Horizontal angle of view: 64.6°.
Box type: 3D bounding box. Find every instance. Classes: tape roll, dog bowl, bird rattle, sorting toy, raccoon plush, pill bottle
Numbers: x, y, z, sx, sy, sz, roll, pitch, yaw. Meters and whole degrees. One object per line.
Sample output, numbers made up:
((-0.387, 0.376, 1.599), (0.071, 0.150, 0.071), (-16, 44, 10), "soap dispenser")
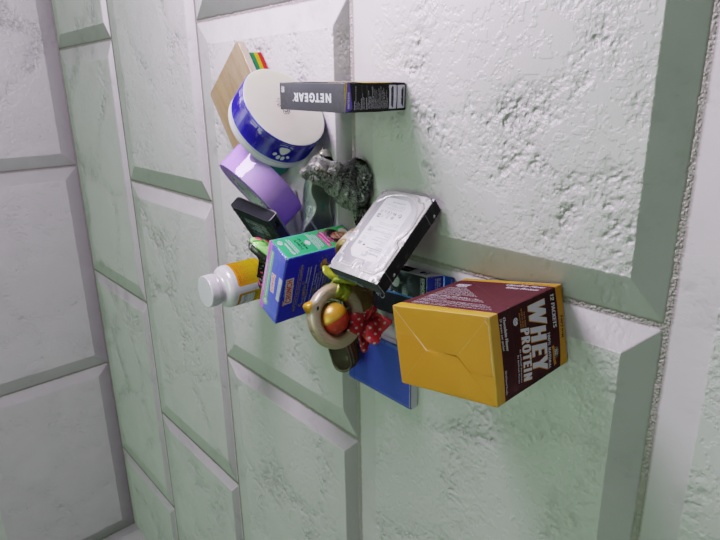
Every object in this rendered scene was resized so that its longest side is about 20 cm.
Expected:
((-0.226, -0.190, 1.296), (0.200, 0.066, 0.200), (42, 171, 8), "tape roll")
((-0.178, -0.327, 1.222), (0.079, 0.198, 0.203), (-38, 73, 46), "dog bowl")
((-0.038, 0.089, 1.163), (0.112, 0.162, 0.203), (11, 127, 52), "bird rattle")
((-0.275, -0.415, 1.408), (0.198, 0.069, 0.203), (-37, 74, 49), "sorting toy")
((-0.039, -0.153, 1.165), (0.096, 0.133, 0.203), (-32, 77, 48), "raccoon plush")
((-0.323, 0.033, 1.508), (0.110, 0.198, 0.113), (18, 116, 44), "pill bottle")

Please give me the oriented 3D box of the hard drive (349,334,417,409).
((0.047, 0.209, 1.268), (0.198, 0.025, 0.135), (19, 116, 45), "hard drive")

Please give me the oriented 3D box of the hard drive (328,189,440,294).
((0.044, -0.061, 1.068), (0.139, 0.201, 0.038), (19, 158, 45), "hard drive")

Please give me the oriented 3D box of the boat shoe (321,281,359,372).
((-0.046, 0.120, 1.270), (0.071, 0.068, 0.204), (-3, 101, 27), "boat shoe")

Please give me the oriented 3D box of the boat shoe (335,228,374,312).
((0.000, 0.000, 1.220), (0.072, 0.070, 0.202), (9, 133, 22), "boat shoe")

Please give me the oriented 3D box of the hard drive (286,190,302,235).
((-0.191, -0.083, 1.423), (0.130, 0.026, 0.204), (-14, 85, 41), "hard drive")

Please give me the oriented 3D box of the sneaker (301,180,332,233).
((-0.101, -0.148, 1.305), (0.081, 0.069, 0.203), (-124, 39, -49), "sneaker")

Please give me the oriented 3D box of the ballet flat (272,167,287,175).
((-0.234, -0.255, 1.420), (0.199, 0.066, 0.072), (-36, 61, 47), "ballet flat")

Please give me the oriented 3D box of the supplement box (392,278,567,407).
((0.195, 0.103, 0.924), (0.195, 0.198, 0.135), (3, 105, 49), "supplement box")

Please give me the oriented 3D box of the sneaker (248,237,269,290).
((-0.202, 0.007, 1.292), (0.077, 0.083, 0.201), (52, 173, 47), "sneaker")

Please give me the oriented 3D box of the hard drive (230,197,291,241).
((-0.203, -0.073, 1.311), (0.138, 0.033, 0.201), (23, 154, 36), "hard drive")

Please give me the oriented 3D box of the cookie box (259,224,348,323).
((-0.113, 0.005, 1.253), (0.075, 0.198, 0.173), (40, 130, 33), "cookie box")

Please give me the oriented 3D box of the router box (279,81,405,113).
((-0.036, -0.333, 1.087), (0.198, 0.156, 0.053), (19, 117, 44), "router box")

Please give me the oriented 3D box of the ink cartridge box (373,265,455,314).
((0.103, 0.046, 1.141), (0.198, 0.039, 0.101), (13, 111, 46), "ink cartridge box")
